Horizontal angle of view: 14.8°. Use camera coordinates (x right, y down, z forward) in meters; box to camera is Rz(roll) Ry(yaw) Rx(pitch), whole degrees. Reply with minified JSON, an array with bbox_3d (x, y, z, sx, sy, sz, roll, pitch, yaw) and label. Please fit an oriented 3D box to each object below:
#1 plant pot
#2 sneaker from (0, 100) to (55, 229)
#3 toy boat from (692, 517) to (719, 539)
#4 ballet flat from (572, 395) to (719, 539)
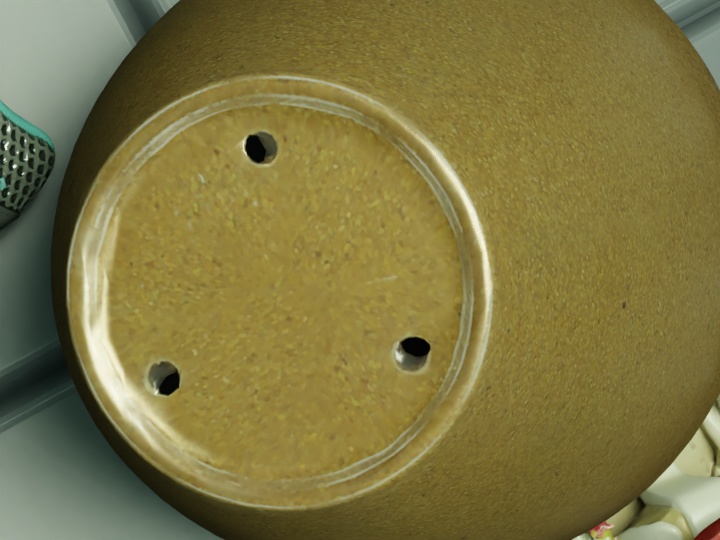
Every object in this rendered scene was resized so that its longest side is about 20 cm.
[{"bbox_3d":[0.000,0.000,0.676,0.186,0.200,0.186,1,95,9],"label":"plant pot"},{"bbox_3d":[-0.145,-0.089,0.748,0.091,0.078,0.200,-21,96,-31],"label":"sneaker"},{"bbox_3d":[0.127,0.158,0.764,0.200,0.131,0.131,43,59,-19],"label":"toy boat"},{"bbox_3d":[0.081,0.049,0.797,0.076,0.064,0.200,-25,94,-16],"label":"ballet flat"}]
